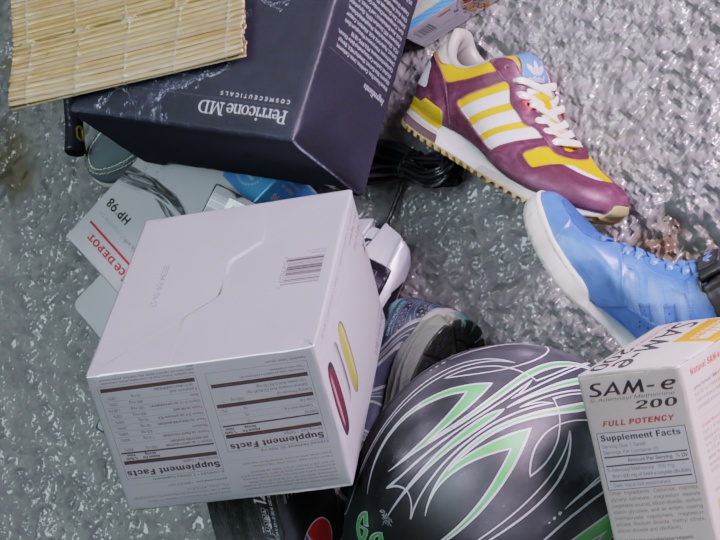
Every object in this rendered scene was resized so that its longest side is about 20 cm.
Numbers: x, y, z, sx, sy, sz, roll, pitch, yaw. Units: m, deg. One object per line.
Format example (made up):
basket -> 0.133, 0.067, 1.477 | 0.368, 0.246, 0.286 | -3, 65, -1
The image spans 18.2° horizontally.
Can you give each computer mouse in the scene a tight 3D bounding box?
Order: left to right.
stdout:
computer mouse -> 0.000, 0.000, 1.653 | 0.109, 0.044, 0.201 | 17, 89, 35

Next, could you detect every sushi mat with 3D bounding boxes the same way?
sushi mat -> -0.167, -0.176, 1.603 | 0.199, 0.012, 0.096 | -10, 66, 24

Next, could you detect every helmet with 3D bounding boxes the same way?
helmet -> 0.093, 0.143, 1.480 | 0.200, 0.199, 0.191 | 52, 125, 31

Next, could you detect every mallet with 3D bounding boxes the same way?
mallet -> -0.243, -0.191, 1.832 | 0.041, 0.066, 0.201 | -19, 59, 32

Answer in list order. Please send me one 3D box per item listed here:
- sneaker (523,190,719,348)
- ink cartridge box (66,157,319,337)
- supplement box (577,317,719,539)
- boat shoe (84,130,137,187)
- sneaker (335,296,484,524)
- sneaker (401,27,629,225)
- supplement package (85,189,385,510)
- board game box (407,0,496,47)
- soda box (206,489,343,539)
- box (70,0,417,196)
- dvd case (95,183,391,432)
sneaker -> 0.203, 0.004, 1.473 | 0.111, 0.077, 0.200 | -43, 78, 21
ink cartridge box -> -0.140, -0.024, 1.714 | 0.200, 0.067, 0.116 | -47, 56, 1
supplement box -> 0.209, 0.140, 1.387 | 0.073, 0.126, 0.202 | -9, 98, 33
boat shoe -> -0.155, -0.142, 1.780 | 0.200, 0.062, 0.073 | -38, 60, 21
sneaker -> 0.014, 0.111, 1.613 | 0.086, 0.077, 0.201 | 34, 94, 50
sneaker -> 0.116, -0.103, 1.579 | 0.199, 0.075, 0.091 | 31, 102, 34
supplement package -> -0.077, 0.051, 1.508 | 0.155, 0.112, 0.200 | -8, 30, 12
board game box -> 0.096, -0.274, 1.656 | 0.199, 0.034, 0.135 | -31, 64, 25
soda box -> -0.050, 0.210, 1.561 | 0.070, 0.063, 0.201 | 9, 122, 35
box -> -0.078, -0.176, 1.634 | 0.195, 0.117, 0.201 | 9, 77, 29
dvd case -> -0.085, 0.058, 1.631 | 0.148, 0.016, 0.201 | 26, 87, 16
